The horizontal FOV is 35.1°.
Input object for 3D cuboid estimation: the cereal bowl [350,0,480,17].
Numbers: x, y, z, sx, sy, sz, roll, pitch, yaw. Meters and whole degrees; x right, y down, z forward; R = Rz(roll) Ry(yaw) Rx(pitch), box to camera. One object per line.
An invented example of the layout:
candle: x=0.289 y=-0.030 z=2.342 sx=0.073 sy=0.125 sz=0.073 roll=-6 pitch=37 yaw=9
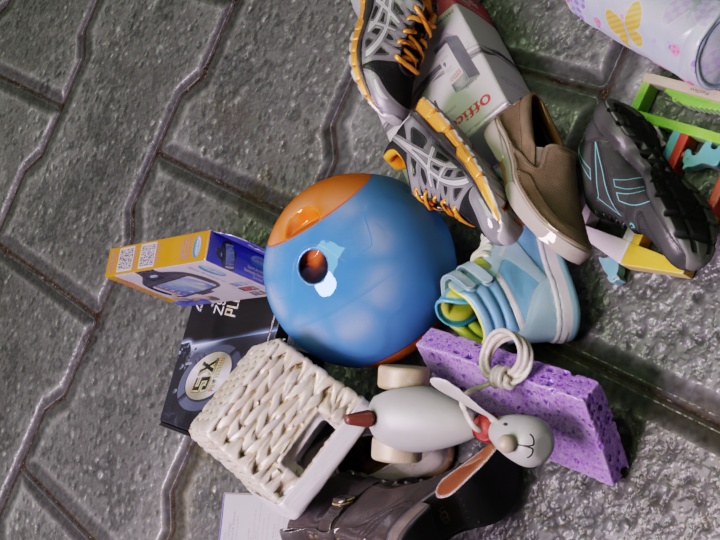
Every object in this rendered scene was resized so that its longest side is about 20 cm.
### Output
cereal bowl: x=0.058 y=-0.366 z=1.336 sx=0.200 sy=0.083 sz=0.201 roll=-17 pitch=65 yaw=39

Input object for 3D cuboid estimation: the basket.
basket: x=-0.088 y=0.156 z=1.155 sx=0.136 sy=0.123 sz=0.200 roll=-52 pitch=6 yaw=-14

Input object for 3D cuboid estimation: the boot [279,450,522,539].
boot: x=0.038 y=0.213 z=1.092 sx=0.174 sy=0.200 sz=0.070 roll=2 pitch=113 yaw=51

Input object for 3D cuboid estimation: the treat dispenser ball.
treat dispenser ball: x=0.000 y=0.000 z=1.174 sx=0.200 sy=0.200 sz=0.202 roll=-16 pitch=64 yaw=38

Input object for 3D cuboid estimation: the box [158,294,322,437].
box: x=-0.132 y=0.109 z=1.337 sx=0.163 sy=0.086 sz=0.201 roll=10 pitch=82 yaw=45

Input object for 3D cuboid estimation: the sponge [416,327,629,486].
sponge: x=0.148 y=0.123 z=1.059 sx=0.200 sy=0.112 sz=0.030 roll=17 pitch=52 yaw=45

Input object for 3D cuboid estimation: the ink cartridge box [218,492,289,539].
ink cartridge box: x=-0.079 y=0.341 z=1.233 sx=0.199 sy=0.043 sz=0.199 roll=-7 pitch=70 yaw=39

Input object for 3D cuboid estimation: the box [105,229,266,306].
box: x=-0.178 y=0.000 z=1.276 sx=0.199 sy=0.119 sz=0.042 roll=-6 pitch=68 yaw=42

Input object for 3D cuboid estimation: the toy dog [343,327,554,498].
toy dog: x=0.065 y=0.135 z=1.012 sx=0.200 sy=0.096 sz=0.133 roll=-24 pitch=75 yaw=43

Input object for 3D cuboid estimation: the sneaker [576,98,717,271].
sneaker: x=0.255 y=-0.066 z=1.036 sx=0.079 sy=0.075 sz=0.200 roll=-53 pitch=39 yaw=34

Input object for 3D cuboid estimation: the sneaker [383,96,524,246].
sneaker: x=0.090 y=-0.083 z=1.101 sx=0.077 sy=0.078 sz=0.200 roll=-42 pitch=46 yaw=11

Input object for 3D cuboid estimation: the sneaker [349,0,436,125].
sneaker: x=0.040 y=-0.248 z=1.189 sx=0.077 sy=0.078 sz=0.201 roll=-12 pitch=67 yaw=32

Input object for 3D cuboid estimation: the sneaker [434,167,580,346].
sneaker: x=0.123 y=-0.012 z=1.109 sx=0.080 sy=0.130 sz=0.201 roll=97 pitch=160 yaw=-55

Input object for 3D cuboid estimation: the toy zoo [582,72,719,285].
toy zoo: x=0.282 y=-0.078 z=1.067 sx=0.131 sy=0.020 sz=0.201 roll=26 pitch=94 yaw=45

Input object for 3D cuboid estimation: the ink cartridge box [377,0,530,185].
ink cartridge box: x=0.095 y=-0.191 z=1.238 sx=0.146 sy=0.085 sz=0.201 roll=-40 pitch=54 yaw=26

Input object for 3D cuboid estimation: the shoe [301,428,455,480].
shoe: x=0.006 y=0.193 z=1.201 sx=0.199 sy=0.053 sz=0.070 roll=-16 pitch=65 yaw=38

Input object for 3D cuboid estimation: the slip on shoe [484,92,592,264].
slip on shoe: x=0.176 y=-0.091 z=1.067 sx=0.061 sy=0.076 sz=0.200 roll=-47 pitch=35 yaw=27

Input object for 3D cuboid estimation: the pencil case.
pencil case: x=0.285 y=-0.248 z=1.081 sx=0.090 sy=0.083 sz=0.200 roll=-29 pitch=44 yaw=-18
